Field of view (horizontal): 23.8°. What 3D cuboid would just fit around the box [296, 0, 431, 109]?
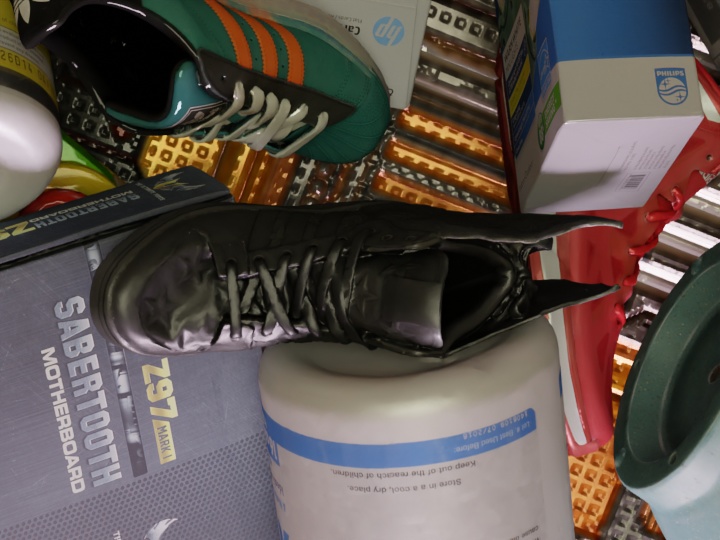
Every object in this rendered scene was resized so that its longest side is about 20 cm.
[{"bbox_3d":[-0.036,-0.177,0.740,0.155,0.041,0.201,9,122,-3],"label":"box"}]

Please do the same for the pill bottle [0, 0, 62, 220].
[{"bbox_3d":[-0.192,-0.123,0.717,0.111,0.112,0.201,-13,66,-1],"label":"pill bottle"}]

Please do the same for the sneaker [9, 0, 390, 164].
[{"bbox_3d":[-0.066,-0.081,0.714,0.200,0.080,0.071,27,137,-36],"label":"sneaker"}]

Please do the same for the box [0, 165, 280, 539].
[{"bbox_3d":[-0.117,0.072,0.741,0.157,0.051,0.201,-18,116,-24],"label":"box"}]

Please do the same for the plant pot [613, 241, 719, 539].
[{"bbox_3d":[0.193,0.065,0.732,0.134,0.200,0.201,26,95,-10],"label":"plant pot"}]

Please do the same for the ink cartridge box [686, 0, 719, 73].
[{"bbox_3d":[0.256,-0.130,0.791,0.199,0.057,0.163,-26,84,-20],"label":"ink cartridge box"}]

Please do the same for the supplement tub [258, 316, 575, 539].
[{"bbox_3d":[0.030,0.119,0.755,0.131,0.132,0.201,-7,108,-2],"label":"supplement tub"}]

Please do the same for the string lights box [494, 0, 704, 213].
[{"bbox_3d":[0.092,-0.136,0.724,0.059,0.103,0.201,-4,72,-6],"label":"string lights box"}]

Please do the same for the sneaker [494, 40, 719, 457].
[{"bbox_3d":[0.129,-0.018,0.789,0.115,0.078,0.201,-7,98,0],"label":"sneaker"}]

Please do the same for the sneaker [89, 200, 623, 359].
[{"bbox_3d":[0.000,0.003,0.692,0.199,0.104,0.060,-10,106,-31],"label":"sneaker"}]

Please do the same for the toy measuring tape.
[{"bbox_3d":[-0.110,0.005,0.791,0.200,0.074,0.074,42,93,-17],"label":"toy measuring tape"}]
